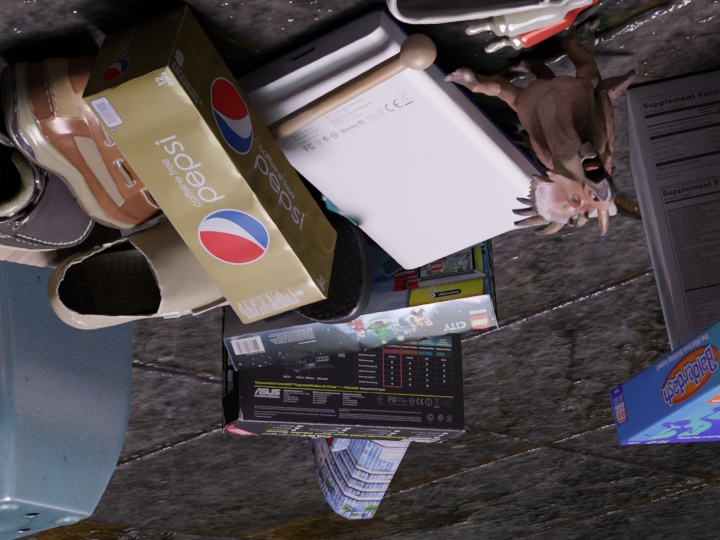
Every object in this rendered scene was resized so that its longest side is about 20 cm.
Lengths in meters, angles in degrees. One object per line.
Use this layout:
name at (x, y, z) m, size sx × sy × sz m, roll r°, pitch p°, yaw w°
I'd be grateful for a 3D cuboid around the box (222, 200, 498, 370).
box at (0.000, 0.000, 1.416) m, size 0.200 × 0.137 × 0.038 m, roll -9°, pitch 132°, yaw 9°

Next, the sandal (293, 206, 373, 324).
sandal at (-0.043, -0.014, 1.372) m, size 0.048 × 0.075 × 0.200 m, roll 21°, pitch -175°, yaw -40°

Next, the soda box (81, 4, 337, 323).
soda box at (-0.090, -0.063, 1.183) m, size 0.064 × 0.068 × 0.200 m, roll -17°, pitch 126°, yaw 22°

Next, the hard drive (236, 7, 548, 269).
hard drive at (0.023, -0.083, 1.267) m, size 0.132 × 0.025 × 0.200 m, roll -22°, pitch 133°, yaw 32°

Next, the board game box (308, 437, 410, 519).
board game box at (-0.015, 0.089, 1.671) m, size 0.062 × 0.200 × 0.200 m, roll -4°, pitch 146°, yaw -18°

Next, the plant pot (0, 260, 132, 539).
plant pot at (-0.306, 0.113, 1.529) m, size 0.195 × 0.200 × 0.196 m, roll -17°, pitch 159°, yaw 24°

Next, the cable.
cable at (0.161, -0.176, 1.145) m, size 0.200 × 0.050 × 0.097 m, roll -12°, pitch 156°, yaw 12°

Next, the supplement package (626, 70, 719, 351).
supplement package at (0.290, -0.031, 1.395) m, size 0.150 × 0.200 × 0.152 m, roll -11°, pitch 161°, yaw 6°

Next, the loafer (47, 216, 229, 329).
loafer at (-0.126, -0.001, 1.311) m, size 0.200 × 0.076 × 0.068 m, roll -19°, pitch -175°, yaw 7°

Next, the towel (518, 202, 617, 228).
towel at (0.102, -0.052, 1.519) m, size 0.200 × 0.023 × 0.153 m, roll -13°, pitch 161°, yaw 11°

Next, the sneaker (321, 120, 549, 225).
sneaker at (0.070, -0.061, 1.374) m, size 0.200 × 0.078 × 0.080 m, roll 3°, pitch 130°, yaw -9°

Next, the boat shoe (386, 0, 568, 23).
boat shoe at (0.108, -0.181, 1.062) m, size 0.200 × 0.066 × 0.072 m, roll -7°, pitch 130°, yaw 7°

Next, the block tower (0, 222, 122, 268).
block tower at (-0.256, -0.046, 1.293) m, size 0.058 × 0.054 × 0.200 m, roll -33°, pitch 155°, yaw 30°

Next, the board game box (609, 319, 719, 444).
board game box at (0.288, 0.069, 1.307) m, size 0.152 × 0.045 × 0.200 m, roll 0°, pitch 157°, yaw -23°

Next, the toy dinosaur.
toy dinosaur at (0.138, -0.086, 1.237) m, size 0.086 × 0.136 × 0.200 m, roll -25°, pitch 176°, yaw 25°

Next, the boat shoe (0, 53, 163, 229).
boat shoe at (-0.160, -0.084, 1.229) m, size 0.074 × 0.076 × 0.200 m, roll -17°, pitch 161°, yaw 13°

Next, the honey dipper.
honey dipper at (-0.031, -0.101, 1.209) m, size 0.200 × 0.038 × 0.038 m, roll -26°, pitch 155°, yaw 31°

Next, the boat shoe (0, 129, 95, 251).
boat shoe at (-0.234, -0.054, 1.199) m, size 0.066 × 0.072 × 0.201 m, roll 21°, pitch 173°, yaw 39°

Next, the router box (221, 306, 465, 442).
router box at (-0.016, 0.061, 1.557) m, size 0.200 × 0.150 × 0.062 m, roll 5°, pitch 164°, yaw -18°
